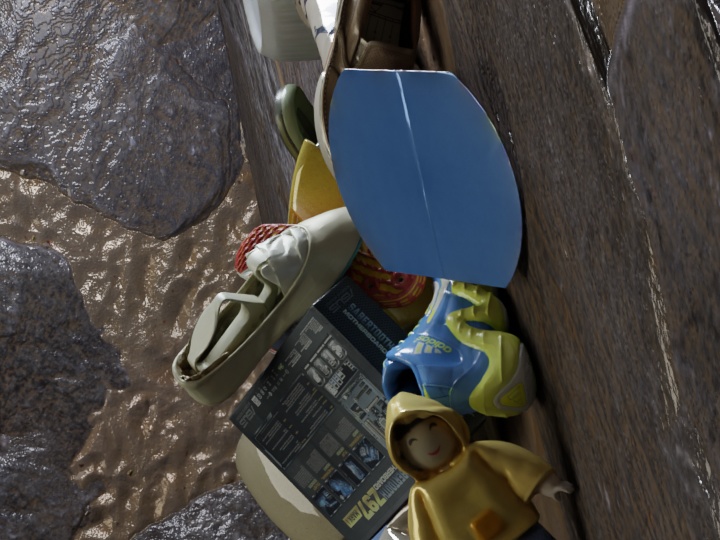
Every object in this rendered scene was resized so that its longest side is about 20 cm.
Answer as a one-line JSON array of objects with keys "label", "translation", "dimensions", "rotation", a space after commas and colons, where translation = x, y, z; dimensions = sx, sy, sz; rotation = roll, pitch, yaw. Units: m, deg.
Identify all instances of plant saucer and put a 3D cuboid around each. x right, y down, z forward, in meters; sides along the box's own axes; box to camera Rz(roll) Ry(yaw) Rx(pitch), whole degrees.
[{"label": "plant saucer", "translation": [0.000, 0.000, 1.734], "dimensions": [0.200, 0.048, 0.200], "rotation": [47, 166, 10]}]

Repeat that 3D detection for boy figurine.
[{"label": "boy figurine", "translation": [0.086, 0.167, 1.379], "dimensions": [0.201, 0.124, 0.064], "rotation": [60, -168, 1]}]

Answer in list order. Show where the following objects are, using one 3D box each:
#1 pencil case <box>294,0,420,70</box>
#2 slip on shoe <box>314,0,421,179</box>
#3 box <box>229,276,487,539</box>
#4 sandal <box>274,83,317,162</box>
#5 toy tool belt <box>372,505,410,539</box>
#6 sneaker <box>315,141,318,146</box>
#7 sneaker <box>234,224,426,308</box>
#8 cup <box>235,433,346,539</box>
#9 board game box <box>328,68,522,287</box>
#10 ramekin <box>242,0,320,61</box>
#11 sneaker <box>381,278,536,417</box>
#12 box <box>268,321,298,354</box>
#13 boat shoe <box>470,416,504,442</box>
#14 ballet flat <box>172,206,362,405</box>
[{"label": "pencil case", "translation": [-0.001, -0.189, 1.682], "dimensions": [0.090, 0.078, 0.200], "rotation": [56, -171, -39]}, {"label": "slip on shoe", "translation": [0.014, -0.161, 1.549], "dimensions": [0.061, 0.076, 0.201], "rotation": [-19, 59, 63]}, {"label": "box", "translation": [-0.006, 0.117, 1.592], "dimensions": [0.158, 0.051, 0.200], "rotation": [45, 142, 7]}, {"label": "sandal", "translation": [-0.013, -0.101, 1.857], "dimensions": [0.201, 0.057, 0.080], "rotation": [49, -153, -46]}, {"label": "toy tool belt", "translation": [0.062, 0.212, 1.802], "dimensions": [0.123, 0.124, 0.200], "rotation": [-57, 34, 25]}, {"label": "sneaker", "translation": [-0.007, -0.129, 1.780], "dimensions": [0.200, 0.088, 0.077], "rotation": [-109, 10, -47]}, {"label": "sneaker", "translation": [-0.014, 0.000, 1.622], "dimensions": [0.200, 0.073, 0.077], "rotation": [10, 160, 47]}, {"label": "cup", "translation": [-0.008, 0.214, 1.978], "dimensions": [0.201, 0.199, 0.144], "rotation": [87, 162, -51]}, {"label": "board game box", "translation": [0.056, -0.074, 1.431], "dimensions": [0.200, 0.039, 0.159], "rotation": [8, 117, 50]}, {"label": "ramekin", "translation": [-0.059, -0.289, 1.871], "dimensions": [0.200, 0.105, 0.201], "rotation": [168, 90, -83]}, {"label": "sneaker", "translation": [0.058, 0.048, 1.486], "dimensions": [0.200, 0.105, 0.076], "rotation": [-117, 17, -64]}, {"label": "box", "translation": [-0.009, 0.083, 1.727], "dimensions": [0.040, 0.199, 0.137], "rotation": [-64, 14, -5]}, {"label": "boat shoe", "translation": [0.081, 0.136, 1.616], "dimensions": [0.072, 0.065, 0.201], "rotation": [-130, 29, -73]}, {"label": "ballet flat", "translation": [-0.077, 0.021, 1.563], "dimensions": [0.069, 0.200, 0.069], "rotation": [38, -172, -6]}]
